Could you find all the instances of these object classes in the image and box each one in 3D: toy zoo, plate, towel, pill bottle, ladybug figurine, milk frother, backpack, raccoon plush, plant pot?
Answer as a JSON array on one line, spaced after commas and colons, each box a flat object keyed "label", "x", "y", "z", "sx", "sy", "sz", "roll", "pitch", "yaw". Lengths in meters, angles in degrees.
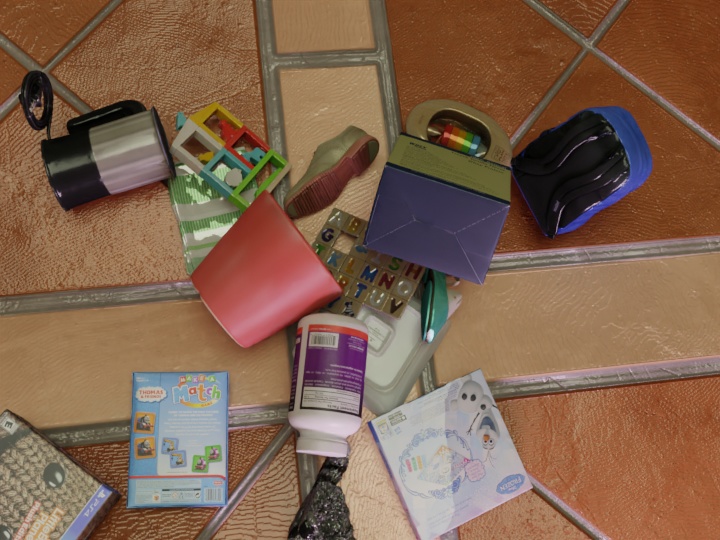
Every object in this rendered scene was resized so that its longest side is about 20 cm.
[{"label": "toy zoo", "x": -0.222, "y": -0.194, "z": 1.499, "sx": 0.199, "sy": 0.020, "sz": 0.132, "roll": 40, "pitch": 52, "yaw": -4}, {"label": "plate", "x": 0.021, "y": 0.107, "z": 1.473, "sx": 0.198, "sy": 0.032, "sz": 0.201, "roll": 33, "pitch": 73, "yaw": 3}, {"label": "towel", "x": -0.234, "y": -0.098, "z": 1.507, "sx": 0.150, "sy": 0.023, "sz": 0.203, "roll": -14, "pitch": 76, "yaw": -11}, {"label": "pill bottle", "x": -0.049, "y": 0.173, "z": 1.373, "sx": 0.110, "sy": 0.113, "sz": 0.204, "roll": 7, "pitch": 75, "yaw": -5}, {"label": "ladybug figurine", "x": 0.167, "y": -0.214, "z": 1.563, "sx": 0.198, "sy": 0.072, "sz": 0.137, "roll": 26, "pitch": 72, "yaw": 2}, {"label": "milk frother", "x": -0.410, "y": -0.221, "z": 1.425, "sx": 0.185, "sy": 0.201, "sz": 0.183, "roll": -18, "pitch": 67, "yaw": -5}, {"label": "backpack", "x": 0.375, "y": -0.179, "z": 1.501, "sx": 0.167, "sy": 0.200, "sz": 0.164, "roll": -22, "pitch": 78, "yaw": -44}, {"label": "raccoon plush", "x": -0.018, "y": 0.370, "z": 1.365, "sx": 0.133, "sy": 0.097, "sz": 0.202, "roll": 31, "pitch": 72, "yaw": -5}, {"label": "plant pot", "x": -0.151, "y": 0.008, "z": 1.405, "sx": 0.177, "sy": 0.200, "sz": 0.201, "roll": -38, "pitch": 81, "yaw": 0}]

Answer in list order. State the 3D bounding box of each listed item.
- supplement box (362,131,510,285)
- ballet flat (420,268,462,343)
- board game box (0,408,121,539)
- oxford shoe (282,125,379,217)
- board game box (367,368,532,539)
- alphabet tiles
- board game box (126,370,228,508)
[{"label": "supplement box", "x": 0.125, "y": -0.103, "z": 1.437, "sx": 0.197, "sy": 0.200, "sz": 0.136, "roll": 18, "pitch": 114, "yaw": 2}, {"label": "ballet flat", "x": 0.130, "y": 0.025, "z": 1.473, "sx": 0.069, "sy": 0.068, "sz": 0.203, "roll": 5, "pitch": 55, "yaw": -8}, {"label": "board game box", "x": -0.476, "y": 0.329, "z": 1.314, "sx": 0.199, "sy": 0.097, "sz": 0.160, "roll": 35, "pitch": 73, "yaw": 4}, {"label": "oxford shoe", "x": -0.060, "y": -0.167, "z": 1.536, "sx": 0.199, "sy": 0.071, "sz": 0.074, "roll": -39, "pitch": 56, "yaw": -15}, {"label": "board game box", "x": 0.139, "y": 0.287, "z": 1.422, "sx": 0.197, "sy": 0.043, "sz": 0.202, "roll": -22, "pitch": 82, "yaw": -13}, {"label": "alphabet tiles", "x": 0.000, "y": 0.000, "z": 1.478, "sx": 0.198, "sy": 0.008, "sz": 0.169, "roll": 22, "pitch": 71, "yaw": 23}, {"label": "board game box", "x": -0.276, "y": 0.257, "z": 1.391, "sx": 0.148, "sy": 0.037, "sz": 0.204, "roll": 1, "pitch": 74, "yaw": -7}]
